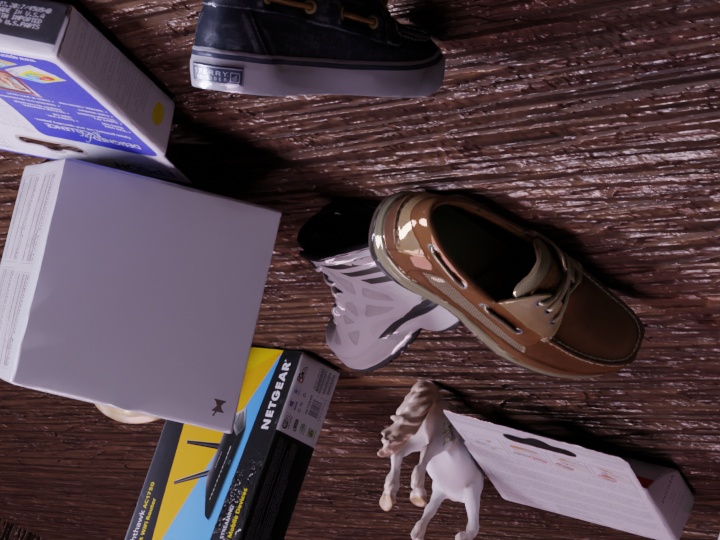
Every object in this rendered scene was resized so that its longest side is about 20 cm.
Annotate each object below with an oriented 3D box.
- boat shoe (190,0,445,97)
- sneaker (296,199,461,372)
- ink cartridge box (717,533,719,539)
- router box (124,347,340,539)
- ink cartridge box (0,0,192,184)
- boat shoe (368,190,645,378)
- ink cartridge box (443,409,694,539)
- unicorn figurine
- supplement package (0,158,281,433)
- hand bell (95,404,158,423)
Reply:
[{"bbox_3d":[-0.013,-0.138,1.483,0.071,0.091,0.200,12,-170,30],"label":"boat shoe"},{"bbox_3d":[0.000,0.000,1.960,0.115,0.076,0.200,33,154,-14],"label":"sneaker"},{"bbox_3d":[0.327,0.131,1.820,0.086,0.148,0.200,27,163,-24],"label":"ink cartridge box"},{"bbox_3d":[-0.110,0.164,2.393,0.051,0.200,0.149,29,163,-38],"label":"router box"},{"bbox_3d":[-0.224,-0.126,1.833,0.197,0.047,0.200,11,166,26],"label":"ink cartridge box"},{"bbox_3d":[0.100,0.010,1.833,0.200,0.076,0.074,26,161,-24],"label":"boat shoe"},{"bbox_3d":[0.168,0.149,2.299,0.161,0.050,0.200,14,159,24],"label":"ink cartridge box"},{"bbox_3d":[0.067,0.162,2.348,0.074,0.138,0.200,11,145,13],"label":"unicorn figurine"},{"bbox_3d":[-0.158,0.016,1.935,0.151,0.151,0.200,14,177,-13],"label":"supplement package"},{"bbox_3d":[-0.200,0.026,2.301,0.104,0.104,0.200,13,151,25],"label":"hand bell"}]
